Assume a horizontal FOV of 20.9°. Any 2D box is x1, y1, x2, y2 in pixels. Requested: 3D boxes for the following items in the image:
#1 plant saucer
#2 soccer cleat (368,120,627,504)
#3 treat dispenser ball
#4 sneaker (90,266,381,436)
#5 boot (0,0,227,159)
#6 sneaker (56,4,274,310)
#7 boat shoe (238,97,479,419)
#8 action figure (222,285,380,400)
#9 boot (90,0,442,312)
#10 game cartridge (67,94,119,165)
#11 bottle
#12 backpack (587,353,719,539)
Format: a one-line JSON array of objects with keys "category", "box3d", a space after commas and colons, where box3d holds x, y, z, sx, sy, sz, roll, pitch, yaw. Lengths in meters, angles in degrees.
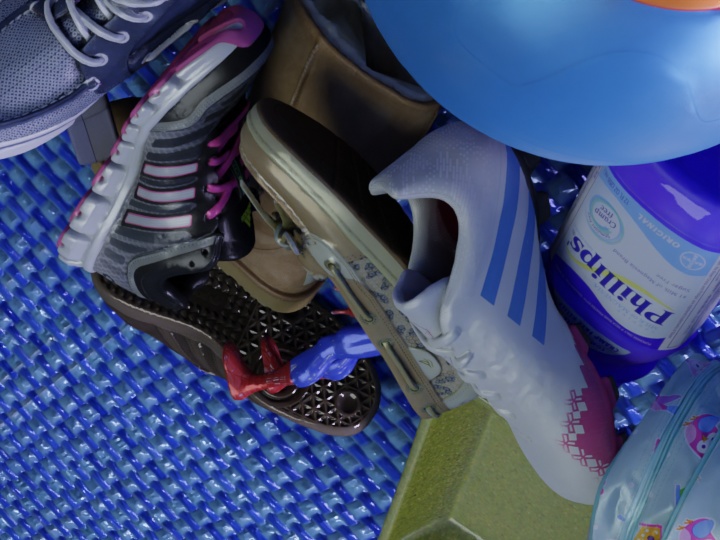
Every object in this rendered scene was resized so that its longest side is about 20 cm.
[{"category": "plant saucer", "box3d": [0.118, 0.153, 1.130, 0.200, 0.048, 0.200, 33, 143, 13]}, {"category": "soccer cleat", "box3d": [0.060, 0.029, 0.927, 0.070, 0.086, 0.200, 2, 114, 61]}, {"category": "treat dispenser ball", "box3d": [0.094, -0.140, 0.727, 0.201, 0.201, 0.201, 26, 141, 23]}, {"category": "sneaker", "box3d": [-0.072, 0.038, 1.198, 0.200, 0.070, 0.076, 32, 169, 11]}, {"category": "boot", "box3d": [-0.123, -0.130, 0.934, 0.073, 0.200, 0.090, 51, 164, -2]}, {"category": "sneaker", "box3d": [-0.081, -0.051, 0.999, 0.087, 0.074, 0.200, 35, 130, -3]}, {"category": "boat shoe", "box3d": [0.000, 0.000, 0.968, 0.063, 0.073, 0.200, -35, 114, 17]}, {"category": "action figure", "box3d": [0.018, 0.032, 1.079, 0.200, 0.065, 0.052, -11, 82, 30]}, {"category": "boot", "box3d": [-0.055, -0.087, 1.048, 0.175, 0.066, 0.200, 35, 141, 4]}, {"category": "game cartridge", "box3d": [-0.173, -0.168, 1.036, 0.038, 0.130, 0.200, -14, 127, -2]}, {"category": "bottle", "box3d": [0.133, 0.001, 0.946, 0.084, 0.065, 0.200, 42, 145, 13]}, {"category": "backpack", "box3d": [0.173, 0.130, 0.911, 0.126, 0.167, 0.200, 22, 156, 14]}]
